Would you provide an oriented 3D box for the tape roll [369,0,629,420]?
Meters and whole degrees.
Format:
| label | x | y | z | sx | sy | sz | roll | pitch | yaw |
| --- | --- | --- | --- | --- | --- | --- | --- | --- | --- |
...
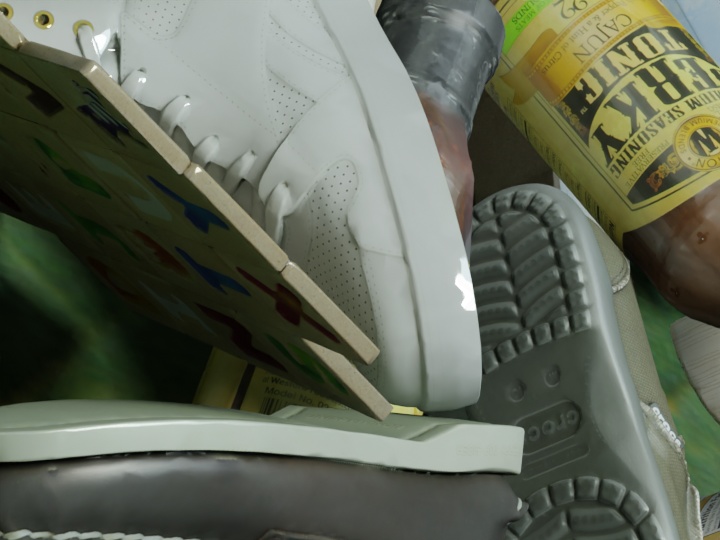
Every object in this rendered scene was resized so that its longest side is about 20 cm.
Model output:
| label | x | y | z | sx | sy | sz | roll | pitch | yaw |
| --- | --- | --- | --- | --- | --- | --- | --- | --- | --- |
| tape roll | 0.022 | -0.047 | 1.017 | 0.203 | 0.037 | 0.204 | 39 | 38 | -39 |

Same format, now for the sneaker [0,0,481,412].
| label | x | y | z | sx | sy | sz | roll | pitch | yaw |
| --- | --- | --- | --- | --- | --- | --- | --- | --- | --- |
| sneaker | -0.046 | -0.034 | 0.808 | 0.074 | 0.115 | 0.201 | 95 | -24 | -52 |

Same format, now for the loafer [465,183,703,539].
| label | x | y | z | sx | sy | sz | roll | pitch | yaw |
| --- | --- | --- | --- | --- | --- | --- | --- | --- | --- |
| loafer | 0.077 | 0.073 | 0.923 | 0.070 | 0.075 | 0.201 | 15 | 64 | -54 |

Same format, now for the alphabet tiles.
| label | x | y | z | sx | sy | sz | roll | pitch | yaw |
| --- | --- | --- | --- | --- | --- | --- | --- | --- | --- |
| alphabet tiles | -0.077 | -0.030 | 0.725 | 0.006 | 0.200 | 0.166 | -51 | 121 | -11 |

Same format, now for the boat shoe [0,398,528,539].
| label | x | y | z | sx | sy | sz | roll | pitch | yaw |
| --- | --- | --- | --- | --- | --- | --- | --- | --- | --- |
| boat shoe | -0.026 | 0.063 | 0.726 | 0.201 | 0.071 | 0.061 | 6 | 88 | -53 |

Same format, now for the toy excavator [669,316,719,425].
| label | x | y | z | sx | sy | sz | roll | pitch | yaw |
| --- | --- | --- | --- | --- | --- | --- | --- | --- | --- |
| toy excavator | 0.134 | -0.034 | 1.100 | 0.200 | 0.100 | 0.196 | 9 | 59 | -64 |

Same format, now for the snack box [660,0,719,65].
| label | x | y | z | sx | sy | sz | roll | pitch | yaw |
| --- | --- | --- | --- | --- | --- | --- | --- | --- | --- |
| snack box | 0.068 | -0.181 | 1.046 | 0.200 | 0.068 | 0.169 | 55 | 4 | 29 |

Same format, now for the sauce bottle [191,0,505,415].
| label | x | y | z | sx | sy | sz | roll | pitch | yaw |
| --- | --- | --- | --- | --- | --- | --- | --- | --- | --- |
| sauce bottle | 0.000 | 0.000 | 0.877 | 0.066 | 0.066 | 0.201 | 45 | 50 | -31 |

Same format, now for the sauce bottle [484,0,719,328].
| label | x | y | z | sx | sy | sz | roll | pitch | yaw |
| --- | --- | --- | --- | --- | --- | --- | --- | --- | --- |
| sauce bottle | 0.105 | -0.030 | 0.960 | 0.065 | 0.065 | 0.200 | 15 | 30 | -54 |

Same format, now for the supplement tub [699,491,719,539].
| label | x | y | z | sx | sy | sz | roll | pitch | yaw |
| --- | --- | --- | --- | --- | --- | --- | --- | --- | --- |
| supplement tub | 0.173 | 0.125 | 0.966 | 0.144 | 0.199 | 0.145 | 38 | 39 | -39 |
